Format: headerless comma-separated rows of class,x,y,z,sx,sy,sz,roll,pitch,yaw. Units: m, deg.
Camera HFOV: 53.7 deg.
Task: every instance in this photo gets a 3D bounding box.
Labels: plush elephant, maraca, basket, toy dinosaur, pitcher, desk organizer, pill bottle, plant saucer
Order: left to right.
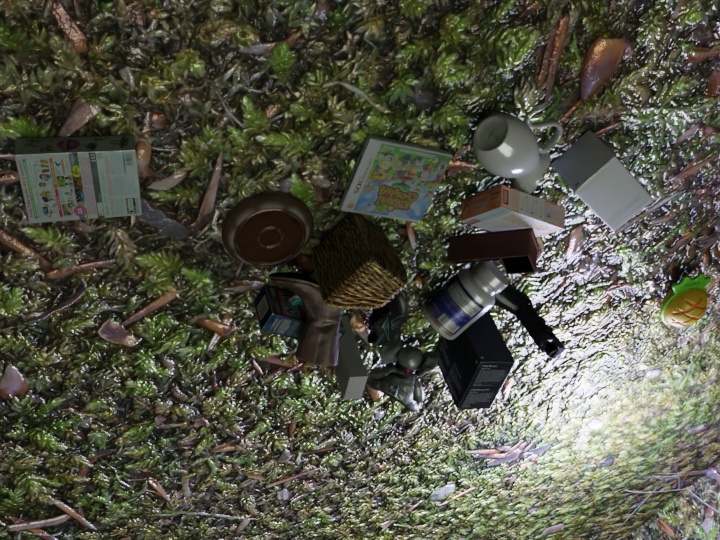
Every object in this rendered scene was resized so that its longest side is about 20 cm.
plant saucer,-0.194,-0.077,1.517,0.199,0.032,0.201,-10,134,-10
toy dinosaur,-0.108,0.180,1.639,0.106,0.060,0.200,-38,138,-30
basket,0.000,0.000,1.539,0.149,0.200,0.143,-43,127,18
plush elephant,0.116,0.265,1.878,0.155,0.164,0.200,-60,171,-12
pill bottle,0.261,0.066,1.756,0.200,0.120,0.120,-43,131,19
desk organizer,0.304,-0.038,1.643,0.199,0.077,0.072,-5,141,27
pitcher,0.335,-0.267,1.492,0.200,0.121,0.172,24,105,-48
maraca,0.927,0.085,2.030,0.137,0.107,0.200,-13,134,-8

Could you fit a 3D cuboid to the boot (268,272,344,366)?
boot,-0.126,0.113,1.565,0.186,0.064,0.201,12,102,1

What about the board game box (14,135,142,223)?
board game box,-0.508,-0.167,1.294,0.199,0.064,0.148,-6,132,-18

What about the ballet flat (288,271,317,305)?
ballet flat,-0.075,0.029,1.635,0.199,0.074,0.074,-12,134,-16

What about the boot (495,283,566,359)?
boot,0.418,0.127,1.812,0.164,0.200,0.066,17,123,-32

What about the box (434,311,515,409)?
box,0.293,0.228,1.859,0.104,0.200,0.183,1,131,-19

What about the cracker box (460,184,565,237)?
cracker box,0.344,-0.127,1.608,0.199,0.058,0.134,13,163,-31

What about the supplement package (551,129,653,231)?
supplement package,0.551,-0.202,1.621,0.117,0.117,0.200,-43,132,20

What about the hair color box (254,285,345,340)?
hair color box,-0.140,0.108,1.657,0.200,0.100,0.061,18,122,-33

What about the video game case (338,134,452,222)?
video game case,0.075,-0.191,1.519,0.199,0.022,0.182,6,128,-25

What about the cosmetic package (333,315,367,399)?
cosmetic package,-0.035,0.207,1.716,0.050,0.200,0.083,-2,132,-17

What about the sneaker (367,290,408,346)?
sneaker,0.067,0.119,1.763,0.079,0.076,0.200,-3,131,-15
